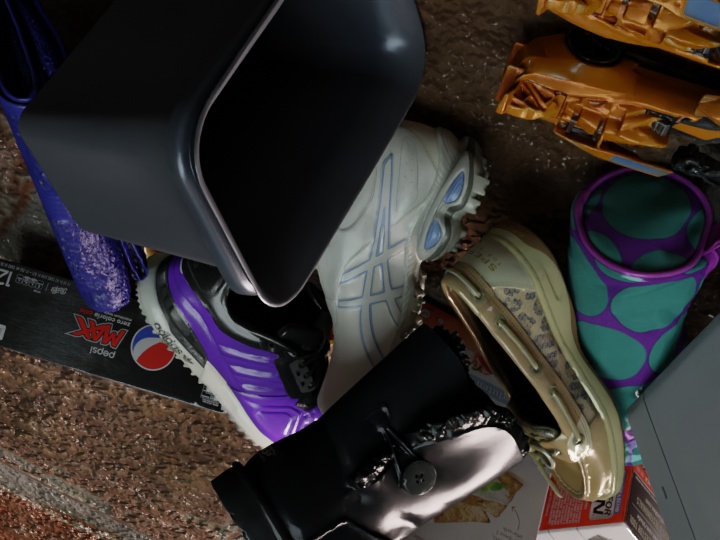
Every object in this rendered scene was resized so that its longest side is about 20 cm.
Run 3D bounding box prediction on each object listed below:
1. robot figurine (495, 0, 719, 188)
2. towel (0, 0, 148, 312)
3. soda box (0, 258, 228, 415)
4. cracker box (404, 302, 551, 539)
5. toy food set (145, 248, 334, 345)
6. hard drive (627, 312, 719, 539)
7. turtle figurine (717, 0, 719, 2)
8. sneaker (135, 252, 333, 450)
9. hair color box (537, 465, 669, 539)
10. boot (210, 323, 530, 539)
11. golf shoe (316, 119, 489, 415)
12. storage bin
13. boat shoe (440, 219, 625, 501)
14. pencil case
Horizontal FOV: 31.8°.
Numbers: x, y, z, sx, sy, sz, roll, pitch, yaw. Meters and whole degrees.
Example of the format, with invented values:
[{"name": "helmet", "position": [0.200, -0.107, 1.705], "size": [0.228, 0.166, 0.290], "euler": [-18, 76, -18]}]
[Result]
[{"name": "robot figurine", "position": [0.176, -0.094, 0.643], "size": [0.199, 0.058, 0.145], "euler": [18, 140, 2]}, {"name": "towel", "position": [-0.181, -0.084, 0.755], "size": [0.049, 0.148, 0.201], "euler": [-21, 145, -11]}, {"name": "soda box", "position": [-0.182, 0.051, 0.948], "size": [0.199, 0.064, 0.071], "euler": [17, 173, 4]}, {"name": "cracker box", "position": [0.057, 0.134, 0.853], "size": [0.133, 0.201, 0.058], "euler": [26, 146, -10]}, {"name": "toy food set", "position": [-0.058, -0.012, 0.850], "size": [0.197, 0.049, 0.200], "euler": [-24, 125, 41]}, {"name": "hard drive", "position": [0.222, 0.070, 0.667], "size": [0.027, 0.132, 0.200], "euler": [12, 134, -25]}, {"name": "turtle figurine", "position": [0.193, -0.140, 0.539], "size": [0.200, 0.149, 0.101], "euler": [53, 168, 20]}, {"name": "sneaker", "position": [-0.051, 0.055, 0.833], "size": [0.099, 0.070, 0.200], "euler": [-18, 129, 34]}, {"name": "hair color box", "position": [0.154, 0.220, 1.030], "size": [0.199, 0.064, 0.111], "euler": [-14, 130, 36]}, {"name": "boot", "position": [0.031, 0.150, 0.731], "size": [0.201, 0.168, 0.076], "euler": [60, 172, -16]}, {"name": "golf shoe", "position": [0.000, 0.000, 0.767], "size": [0.097, 0.078, 0.201], "euler": [21, 104, -5]}, {"name": "storage bin", "position": [-0.069, -0.088, 0.660], "size": [0.134, 0.201, 0.146], "euler": [9, 143, 30]}, {"name": "boat shoe", "position": [0.103, 0.067, 0.768], "size": [0.073, 0.063, 0.201], "euler": [18, 138, 58]}, {"name": "pencil case", "position": [0.170, 0.033, 0.780], "size": [0.092, 0.085, 0.201], "euler": [20, 145, 23]}]
